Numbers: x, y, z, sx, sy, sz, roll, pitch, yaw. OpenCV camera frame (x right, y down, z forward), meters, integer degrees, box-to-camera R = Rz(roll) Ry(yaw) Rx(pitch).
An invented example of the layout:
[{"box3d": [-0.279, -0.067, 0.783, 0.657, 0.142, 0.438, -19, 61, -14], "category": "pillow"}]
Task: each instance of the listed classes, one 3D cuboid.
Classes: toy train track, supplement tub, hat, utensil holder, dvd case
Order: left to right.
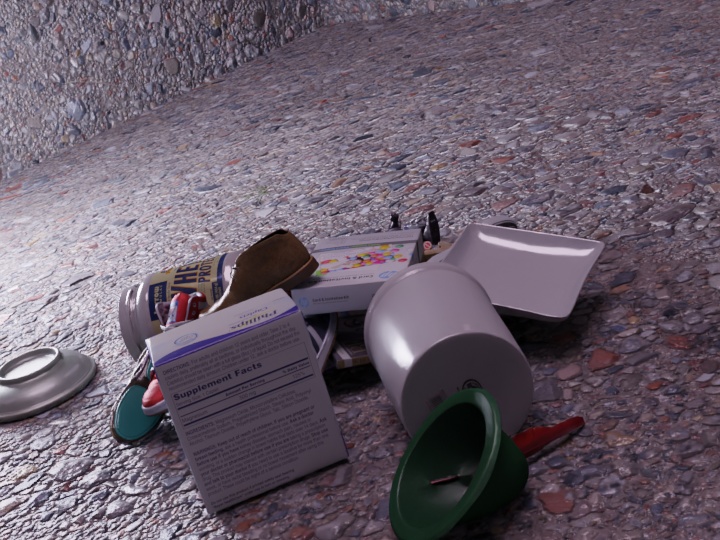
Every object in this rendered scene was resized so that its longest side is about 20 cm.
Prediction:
[{"box3d": [-0.249, 0.062, 1.855, 0.197, 0.147, 0.145, -14, 20, 13], "category": "supplement tub"}, {"box3d": [0.044, -0.024, 1.900, 0.197, 0.033, 0.115, -11, -20, 5], "category": "toy train track"}, {"box3d": [0.041, 0.087, 1.689, 0.197, 0.016, 0.149, -10, 19, -15], "category": "dvd case"}, {"box3d": [0.102, 0.104, 1.442, 0.168, 0.172, 0.200, -18, 22, -4], "category": "utensil holder"}, {"box3d": [0.154, 0.230, 1.293, 0.201, 0.175, 0.166, -55, 24, 5], "category": "hat"}]

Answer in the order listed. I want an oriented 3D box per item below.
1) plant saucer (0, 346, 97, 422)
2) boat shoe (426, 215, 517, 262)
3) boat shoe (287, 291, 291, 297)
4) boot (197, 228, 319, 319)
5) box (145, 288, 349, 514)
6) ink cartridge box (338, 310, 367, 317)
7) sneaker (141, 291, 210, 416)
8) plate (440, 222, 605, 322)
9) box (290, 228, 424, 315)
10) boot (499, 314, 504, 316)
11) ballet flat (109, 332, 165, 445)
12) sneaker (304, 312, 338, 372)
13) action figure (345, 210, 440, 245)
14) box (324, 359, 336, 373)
[{"box3d": [-0.518, 0.168, 1.946, 0.197, 0.051, 0.201, -16, 21, 6], "category": "plant saucer"}, {"box3d": [0.175, -0.017, 1.850, 0.199, 0.069, 0.056, -32, 44, -30], "category": "boat shoe"}, {"box3d": [-0.066, 0.015, 1.935, 0.074, 0.074, 0.199, 2, 28, 42], "category": "boat shoe"}, {"box3d": [-0.151, 0.013, 1.645, 0.199, 0.076, 0.074, -33, 14, 23], "category": "boot"}, {"box3d": [-0.135, 0.152, 1.458, 0.181, 0.203, 0.105, -20, 20, -9], "category": "box"}, {"box3d": [-0.020, 0.027, 1.814, 0.197, 0.068, 0.116, -8, 6, 9], "category": "ink cartridge box"}, {"box3d": [-0.255, 0.106, 1.686, 0.070, 0.114, 0.200, -10, 24, 28], "category": "sneaker"}, {"box3d": [0.203, 0.006, 1.622, 0.197, 0.033, 0.200, 10, 33, 22], "category": "plate"}, {"box3d": [0.000, 0.000, 1.684, 0.153, 0.042, 0.200, -6, 21, 13], "category": "box"}, {"box3d": [0.188, 0.012, 1.727, 0.153, 0.074, 0.201, -10, 27, 0], "category": "boot"}, {"box3d": [-0.301, 0.176, 1.727, 0.071, 0.073, 0.202, -6, 39, 26], "category": "ballet flat"}, {"box3d": [-0.099, 0.098, 1.610, 0.070, 0.108, 0.202, -35, 28, 44], "category": "sneaker"}, {"box3d": [0.042, -0.052, 2.033, 0.198, 0.070, 0.130, 1, 32, 47], "category": "action figure"}, {"box3d": [-0.143, 0.136, 1.736, 0.198, 0.040, 0.137, -23, 21, -14], "category": "box"}]
